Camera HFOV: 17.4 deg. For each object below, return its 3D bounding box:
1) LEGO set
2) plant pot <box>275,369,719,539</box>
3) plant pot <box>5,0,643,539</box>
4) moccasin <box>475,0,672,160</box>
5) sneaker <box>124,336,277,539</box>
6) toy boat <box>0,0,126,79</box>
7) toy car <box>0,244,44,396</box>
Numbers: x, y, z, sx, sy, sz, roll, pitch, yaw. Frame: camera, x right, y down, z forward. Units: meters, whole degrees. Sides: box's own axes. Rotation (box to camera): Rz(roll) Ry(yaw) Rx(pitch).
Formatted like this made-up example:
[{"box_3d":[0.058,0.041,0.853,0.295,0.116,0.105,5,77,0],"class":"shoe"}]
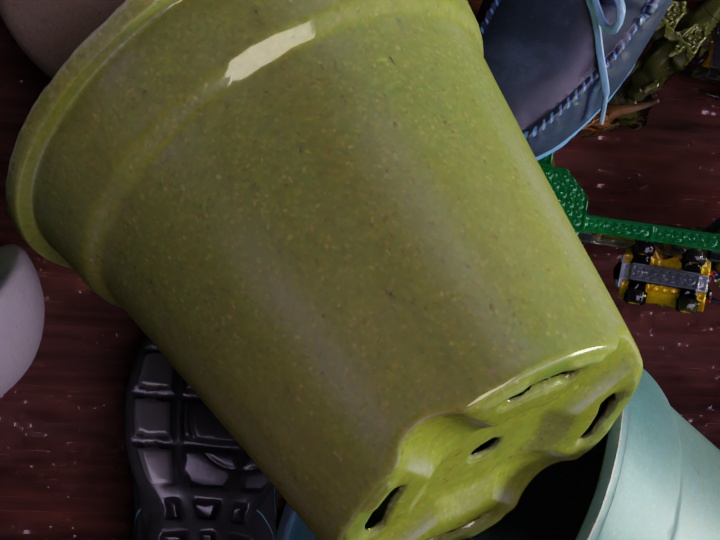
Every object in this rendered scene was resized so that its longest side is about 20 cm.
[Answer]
[{"box_3d":[0.134,-0.073,1.030,0.153,0.116,0.201,1,81,6],"class":"LEGO set"},{"box_3d":[0.098,0.138,0.986,0.196,0.200,0.201,35,83,-30],"class":"plant pot"},{"box_3d":[0.000,0.000,0.861,0.200,0.201,0.184,-26,66,-18],"class":"plant pot"},{"box_3d":[0.098,-0.138,0.949,0.080,0.068,0.200,29,85,10],"class":"moccasin"},{"box_3d":[-0.069,0.102,0.971,0.075,0.079,0.201,7,72,-15],"class":"sneaker"},{"box_3d":[-0.072,-0.163,0.926,0.131,0.130,0.201,-14,103,-50],"class":"toy boat"},{"box_3d":[-0.212,0.012,0.857,0.200,0.150,0.175,-42,109,-13],"class":"toy car"}]
